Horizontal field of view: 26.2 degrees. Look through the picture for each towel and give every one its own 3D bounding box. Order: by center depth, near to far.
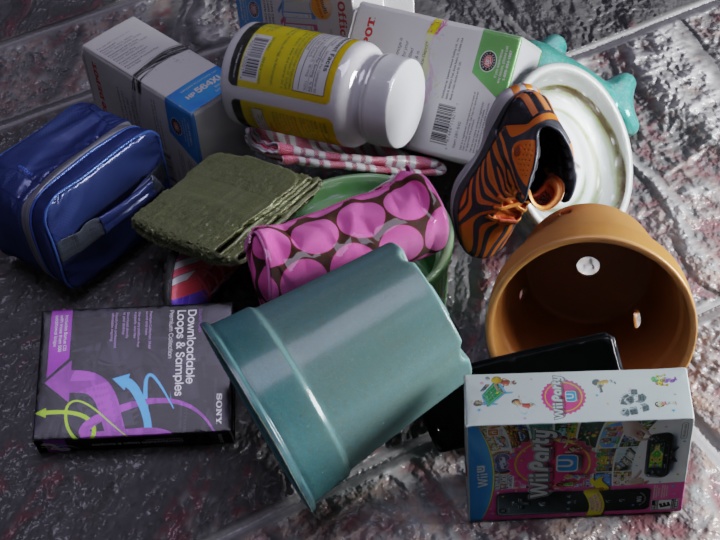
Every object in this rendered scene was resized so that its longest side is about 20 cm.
[{"bbox_3d":[-0.143,-0.065,1.620,0.148,0.037,0.199,-40,34,-25],"label":"towel"},{"bbox_3d":[-0.018,-0.131,1.705,0.198,0.030,0.146,4,10,-20],"label":"towel"}]

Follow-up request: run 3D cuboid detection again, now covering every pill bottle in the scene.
[{"bbox_3d":[-0.040,-0.195,1.651,0.199,0.115,0.115,14,48,24],"label":"pill bottle"}]

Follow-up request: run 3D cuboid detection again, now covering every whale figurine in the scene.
[{"bbox_3d":[0.234,-0.200,1.769,0.198,0.104,0.161,3,77,-14],"label":"whale figurine"}]

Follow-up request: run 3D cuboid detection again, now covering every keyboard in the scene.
[{"bbox_3d":[0.159,0.129,1.483,0.198,0.105,0.040,-14,-1,15],"label":"keyboard"}]

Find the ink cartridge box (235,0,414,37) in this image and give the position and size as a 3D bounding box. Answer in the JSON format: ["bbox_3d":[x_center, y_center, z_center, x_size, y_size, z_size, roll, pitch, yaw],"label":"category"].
[{"bbox_3d":[-0.030,-0.294,1.843,0.199,0.130,0.125,10,29,34],"label":"ink cartridge box"}]

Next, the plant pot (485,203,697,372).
[{"bbox_3d":[0.225,0.025,1.512,0.198,0.202,0.140,2,29,7],"label":"plant pot"}]

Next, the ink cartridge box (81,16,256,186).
[{"bbox_3d":[-0.219,-0.184,1.783,0.084,0.147,0.199,-37,53,-27],"label":"ink cartridge box"}]

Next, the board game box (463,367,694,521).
[{"bbox_3d":[0.193,0.158,1.398,0.198,0.148,0.065,-2,47,4],"label":"board game box"}]

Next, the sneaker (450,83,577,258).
[{"bbox_3d":[0.151,-0.075,1.534,0.077,0.201,0.112,-3,38,-22],"label":"sneaker"}]

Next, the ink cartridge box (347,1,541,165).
[{"bbox_3d":[0.081,-0.201,1.706,0.199,0.146,0.084,16,4,23],"label":"ink cartridge box"}]

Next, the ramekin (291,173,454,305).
[{"bbox_3d":[0.000,0.000,1.611,0.198,0.098,0.201,-3,44,3],"label":"ramekin"}]

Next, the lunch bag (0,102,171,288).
[{"bbox_3d":[-0.296,-0.084,1.694,0.132,0.137,0.200,26,53,32],"label":"lunch bag"}]

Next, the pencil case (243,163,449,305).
[{"bbox_3d":[-0.017,-0.032,1.513,0.199,0.091,0.094,-20,82,-17],"label":"pencil case"}]

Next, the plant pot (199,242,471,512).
[{"bbox_3d":[-0.015,0.086,1.425,0.195,0.201,0.201,-31,48,-7],"label":"plant pot"}]

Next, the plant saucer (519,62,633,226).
[{"bbox_3d":[0.215,-0.123,1.681,0.050,0.201,0.200,-12,29,49],"label":"plant saucer"}]

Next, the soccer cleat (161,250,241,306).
[{"bbox_3d":[-0.159,-0.011,1.660,0.073,0.069,0.201,2,41,13],"label":"soccer cleat"}]

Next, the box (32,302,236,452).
[{"bbox_3d":[-0.223,0.105,1.543,0.198,0.036,0.144,-3,62,1],"label":"box"}]
